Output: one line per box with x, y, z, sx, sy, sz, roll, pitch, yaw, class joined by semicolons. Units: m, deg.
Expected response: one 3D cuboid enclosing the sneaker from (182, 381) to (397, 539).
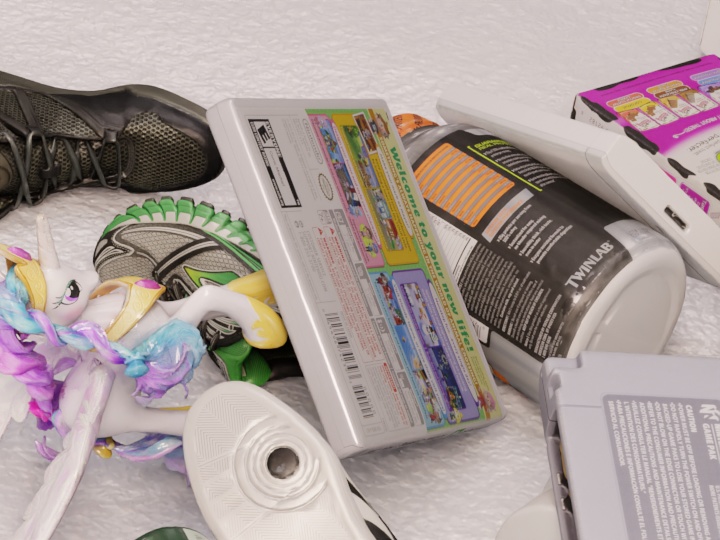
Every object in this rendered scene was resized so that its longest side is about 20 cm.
-0.015;0.150;1.504;0.073;0.112;0.200;-39;74;-6;sneaker

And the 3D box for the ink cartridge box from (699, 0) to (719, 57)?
0.363;-0.166;2.119;0.199;0.084;0.146;-7;36;-25;ink cartridge box

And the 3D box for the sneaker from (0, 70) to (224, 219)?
-0.184;-0.067;1.831;0.198;0.077;0.114;10;34;6;sneaker

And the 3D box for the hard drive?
0.139;-0.052;1.807;0.132;0.027;0.200;42;-8;-29;hard drive

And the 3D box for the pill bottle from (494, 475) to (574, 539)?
0.166;0.130;1.588;0.113;0.114;0.200;31;37;29;pill bottle

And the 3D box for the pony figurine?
-0.140;0.061;1.571;0.199;0.194;0.167;9;30;-38;pony figurine

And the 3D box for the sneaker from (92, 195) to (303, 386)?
-0.077;0.017;1.728;0.199;0.078;0.085;16;62;31;sneaker

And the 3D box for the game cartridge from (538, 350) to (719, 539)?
0.165;0.125;1.482;0.132;0.041;0.201;1;46;-7;game cartridge

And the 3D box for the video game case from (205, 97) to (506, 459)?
0.000;0.000;1.639;0.182;0.022;0.201;-6;73;-62;video game case

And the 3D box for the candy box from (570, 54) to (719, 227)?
0.247;-0.059;1.946;0.136;0.061;0.200;-17;41;-36;candy box

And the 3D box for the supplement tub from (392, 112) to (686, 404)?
0.083;-0.008;1.767;0.200;0.123;0.122;34;39;31;supplement tub

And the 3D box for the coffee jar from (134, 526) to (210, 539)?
-0.071;0.219;1.397;0.104;0.085;0.200;-38;43;1;coffee jar
